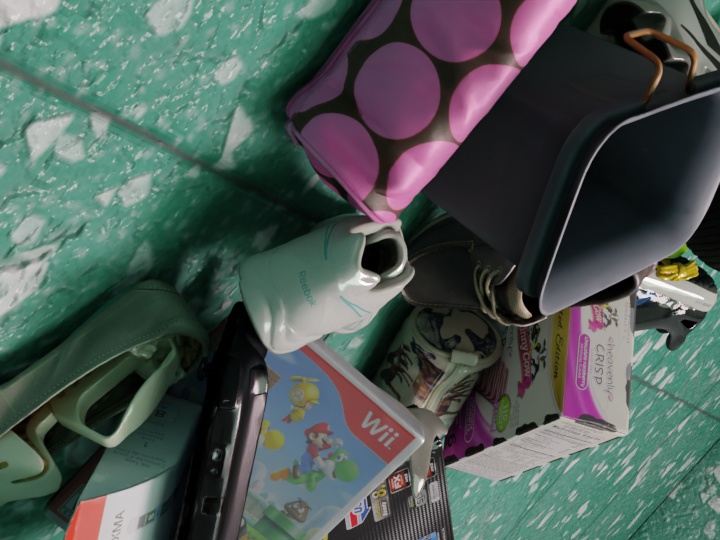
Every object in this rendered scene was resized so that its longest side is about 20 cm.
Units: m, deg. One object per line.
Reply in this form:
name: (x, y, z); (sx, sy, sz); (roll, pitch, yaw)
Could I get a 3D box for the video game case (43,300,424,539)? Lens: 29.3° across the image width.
video game case: (-0.078, 0.124, 0.850); (0.200, 0.143, 0.017); (-45, -163, 14)

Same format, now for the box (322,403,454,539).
box: (-0.011, 0.208, 0.999); (0.159, 0.044, 0.201); (-20, 129, -14)

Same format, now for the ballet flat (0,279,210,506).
ballet flat: (-0.165, 0.081, 0.729); (0.200, 0.064, 0.068); (-39, 153, -18)

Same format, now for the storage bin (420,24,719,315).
storage bin: (0.125, -0.085, 0.827); (0.199, 0.134, 0.147); (-23, 138, -47)

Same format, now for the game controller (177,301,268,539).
game controller: (-0.086, 0.120, 0.781); (0.104, 0.042, 0.202); (-103, -155, -67)

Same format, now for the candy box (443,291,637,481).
candy box: (0.136, 0.078, 1.078); (0.200, 0.060, 0.138); (142, -40, -60)

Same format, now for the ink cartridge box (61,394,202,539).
ink cartridge box: (-0.138, 0.181, 0.751); (0.200, 0.047, 0.161); (-80, -175, -68)

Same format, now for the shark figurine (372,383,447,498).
shark figurine: (-0.050, 0.082, 0.893); (0.212, 0.090, 0.129); (-8, 108, -2)

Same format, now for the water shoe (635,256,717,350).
water shoe: (0.200, 0.016, 1.132); (0.198, 0.072, 0.079); (17, 115, -17)

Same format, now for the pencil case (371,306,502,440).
pencil case: (0.041, 0.112, 1.110); (0.077, 0.090, 0.201); (13, 127, -21)

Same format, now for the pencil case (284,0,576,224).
pencil case: (0.039, -0.125, 0.730); (0.201, 0.093, 0.091); (-53, -159, 13)

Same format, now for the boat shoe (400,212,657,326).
boat shoe: (0.107, -0.004, 0.944); (0.075, 0.198, 0.074); (62, 33, -25)

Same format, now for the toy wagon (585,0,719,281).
toy wagon: (0.210, -0.093, 0.976); (0.154, 0.039, 0.202); (-5, 95, -30)

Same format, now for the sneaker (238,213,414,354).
sneaker: (0.000, 0.000, 0.812); (0.080, 0.071, 0.200); (-23, -177, 18)

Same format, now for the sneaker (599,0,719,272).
sneaker: (0.238, -0.100, 0.925); (0.088, 0.202, 0.074); (-27, -169, -31)
